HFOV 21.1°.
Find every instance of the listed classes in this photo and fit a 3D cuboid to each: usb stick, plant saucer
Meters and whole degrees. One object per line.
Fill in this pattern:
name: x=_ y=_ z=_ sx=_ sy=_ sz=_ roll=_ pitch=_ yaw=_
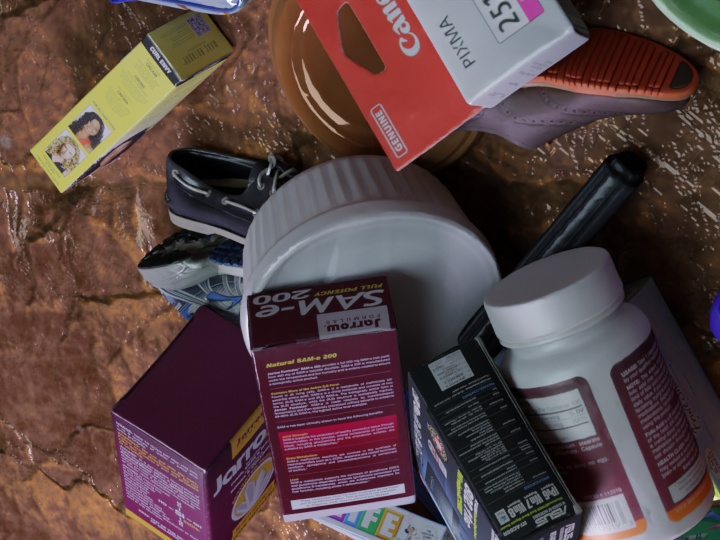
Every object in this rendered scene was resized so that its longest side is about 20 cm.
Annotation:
usb stick: x=0.140 y=-0.008 z=1.434 sx=0.033 sy=0.055 sz=0.200 roll=44 pitch=117 yaw=14
plant saucer: x=0.009 y=-0.159 z=1.480 sx=0.200 sy=0.037 sz=0.200 roll=18 pitch=126 yaw=27

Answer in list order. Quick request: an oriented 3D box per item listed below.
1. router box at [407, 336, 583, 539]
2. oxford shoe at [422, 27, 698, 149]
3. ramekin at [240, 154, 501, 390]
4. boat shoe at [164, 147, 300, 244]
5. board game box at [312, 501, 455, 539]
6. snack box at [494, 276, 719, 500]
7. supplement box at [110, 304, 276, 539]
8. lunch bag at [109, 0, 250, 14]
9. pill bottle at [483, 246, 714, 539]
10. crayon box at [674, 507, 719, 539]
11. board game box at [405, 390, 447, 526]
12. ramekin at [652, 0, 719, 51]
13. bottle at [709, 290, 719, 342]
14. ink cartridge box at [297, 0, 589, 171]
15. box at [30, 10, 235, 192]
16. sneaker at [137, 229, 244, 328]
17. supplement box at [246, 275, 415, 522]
router box: x=0.096 y=0.158 z=1.410 sx=0.150 sy=0.062 sz=0.200 roll=59 pitch=170 yaw=24
oxford shoe: x=0.145 y=-0.126 z=1.381 sx=0.200 sy=0.071 sz=0.073 roll=7 pitch=131 yaw=25
ramekin: x=0.000 y=0.000 z=1.489 sx=0.094 sy=0.202 sz=0.203 roll=-109 pitch=28 yaw=-44
boat shoe: x=-0.082 y=-0.062 z=1.581 sx=0.200 sy=0.073 sz=0.063 roll=10 pitch=124 yaw=34
board game box: x=0.038 y=0.222 z=1.610 sx=0.134 sy=0.034 sz=0.200 roll=19 pitch=171 yaw=25
snack box: x=0.176 y=0.114 z=1.509 sx=0.200 sy=0.068 sz=0.169 roll=-24 pitch=101 yaw=41
supplement box: x=-0.132 y=0.147 z=1.671 sx=0.103 sy=0.131 sz=0.200 roll=31 pitch=152 yaw=17
lunch bag: x=-0.158 y=-0.280 z=1.500 sx=0.200 sy=0.076 sz=0.160 roll=15 pitch=127 yaw=27
pill bottle: x=0.168 y=0.093 z=1.382 sx=0.114 sy=0.114 sz=0.200 roll=-11 pitch=108 yaw=40
crayon box: x=0.260 y=0.252 z=1.541 sx=0.200 sy=0.058 sz=0.119 roll=-4 pitch=114 yaw=37
board game box: x=0.042 y=0.125 z=1.645 sx=0.200 sy=0.019 sz=0.103 roll=49 pitch=135 yaw=0
ramekin: x=0.266 y=-0.239 z=1.203 sx=0.200 sy=0.098 sz=0.200 roll=18 pitch=127 yaw=26
bottle: x=0.315 y=-0.017 z=1.329 sx=0.083 sy=0.065 sz=0.200 roll=34 pitch=132 yaw=13
ink cartridge box: x=0.037 y=-0.198 z=1.355 sx=0.173 sy=0.044 sz=0.200 roll=-35 pitch=77 yaw=21
box: x=-0.192 y=-0.140 z=1.611 sx=0.050 sy=0.075 sz=0.200 roll=53 pitch=135 yaw=-1
sneaker: x=-0.095 y=0.007 z=1.644 sx=0.200 sy=0.077 sz=0.085 roll=-2 pitch=126 yaw=45
supplement box: x=-0.020 y=0.100 z=1.463 sx=0.109 sy=0.061 sz=0.200 roll=-8 pitch=135 yaw=-2
